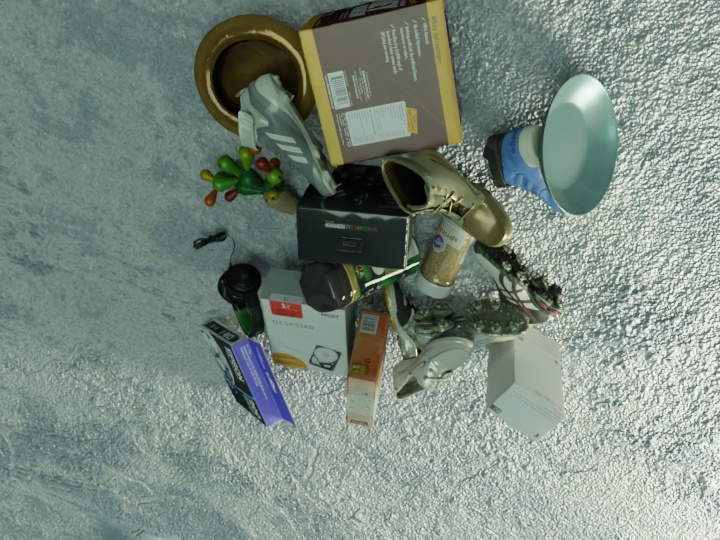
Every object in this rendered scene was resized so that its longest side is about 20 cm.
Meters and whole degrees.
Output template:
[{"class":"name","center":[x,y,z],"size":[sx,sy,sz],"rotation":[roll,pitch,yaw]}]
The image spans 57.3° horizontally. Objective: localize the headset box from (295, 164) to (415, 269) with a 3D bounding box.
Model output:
[{"class":"headset box","center":[0.001,-0.089,1.049],"size":[0.172,0.201,0.094],"rotation":[5,120,7]}]

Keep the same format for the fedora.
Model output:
[{"class":"fedora","center":[-0.155,-0.303,1.025],"size":[0.198,0.082,0.203],"rotation":[5,120,8]}]

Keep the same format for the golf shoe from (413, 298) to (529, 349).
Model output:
[{"class":"golf shoe","center":[0.194,0.107,1.155],"size":[0.197,0.079,0.098],"rotation":[0,135,13]}]

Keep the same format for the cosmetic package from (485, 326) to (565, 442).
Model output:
[{"class":"cosmetic package","center":[0.285,0.183,1.148],"size":[0.112,0.201,0.081],"rotation":[32,121,-9]}]

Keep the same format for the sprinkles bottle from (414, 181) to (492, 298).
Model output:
[{"class":"sprinkles bottle","center":[0.156,-0.050,1.118],"size":[0.067,0.068,0.202],"rotation":[20,121,-1]}]

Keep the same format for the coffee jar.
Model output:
[{"class":"coffee jar","center":[0.000,0.000,1.092],"size":[0.104,0.199,0.086],"rotation":[-17,95,55]}]

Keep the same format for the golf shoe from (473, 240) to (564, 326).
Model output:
[{"class":"golf shoe","center":[0.260,0.026,1.139],"size":[0.199,0.077,0.088],"rotation":[39,126,-11]}]

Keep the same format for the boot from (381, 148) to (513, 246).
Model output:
[{"class":"boot","center":[0.128,-0.101,0.977],"size":[0.200,0.154,0.072],"rotation":[46,118,12]}]

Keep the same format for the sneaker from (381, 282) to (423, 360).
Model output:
[{"class":"sneaker","center":[0.099,0.093,1.219],"size":[0.087,0.076,0.202],"rotation":[-20,118,4]}]

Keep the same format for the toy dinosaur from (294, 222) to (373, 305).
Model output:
[{"class":"toy dinosaur","center":[-0.066,0.004,1.208],"size":[0.200,0.048,0.088],"rotation":[41,112,-10]}]

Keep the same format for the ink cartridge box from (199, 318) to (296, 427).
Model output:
[{"class":"ink cartridge box","center":[-0.221,0.205,1.285],"size":[0.199,0.043,0.200],"rotation":[16,132,51]}]

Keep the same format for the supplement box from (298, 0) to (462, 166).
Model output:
[{"class":"supplement box","center":[0.038,-0.284,0.964],"size":[0.197,0.133,0.199],"rotation":[-8,118,11]}]

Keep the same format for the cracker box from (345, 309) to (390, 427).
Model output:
[{"class":"cracker box","center":[0.012,0.182,1.200],"size":[0.057,0.135,0.201],"rotation":[9,145,5]}]

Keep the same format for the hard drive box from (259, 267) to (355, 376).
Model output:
[{"class":"hard drive box","center":[-0.091,0.097,1.210],"size":[0.154,0.077,0.201],"rotation":[7,138,9]}]

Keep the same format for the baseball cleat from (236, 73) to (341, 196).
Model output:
[{"class":"baseball cleat","center":[-0.114,-0.187,0.987],"size":[0.106,0.070,0.202],"rotation":[-28,96,14]}]

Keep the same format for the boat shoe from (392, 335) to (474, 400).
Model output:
[{"class":"boat shoe","center":[0.125,0.178,1.147],"size":[0.070,0.070,0.200],"rotation":[27,140,-19]}]

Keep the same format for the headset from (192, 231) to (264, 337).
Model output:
[{"class":"headset","center":[-0.235,0.029,1.208],"size":[0.093,0.123,0.202],"rotation":[-17,90,-23]}]

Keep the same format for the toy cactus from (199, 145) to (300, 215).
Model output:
[{"class":"toy cactus","center":[-0.170,-0.136,1.103],"size":[0.164,0.103,0.199],"rotation":[29,154,-37]}]

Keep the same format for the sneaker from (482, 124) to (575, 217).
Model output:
[{"class":"sneaker","center":[0.270,-0.152,1.040],"size":[0.110,0.078,0.199],"rotation":[3,156,47]}]

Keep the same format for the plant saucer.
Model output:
[{"class":"plant saucer","center":[0.312,-0.183,0.969],"size":[0.038,0.200,0.203],"rotation":[11,130,48]}]
